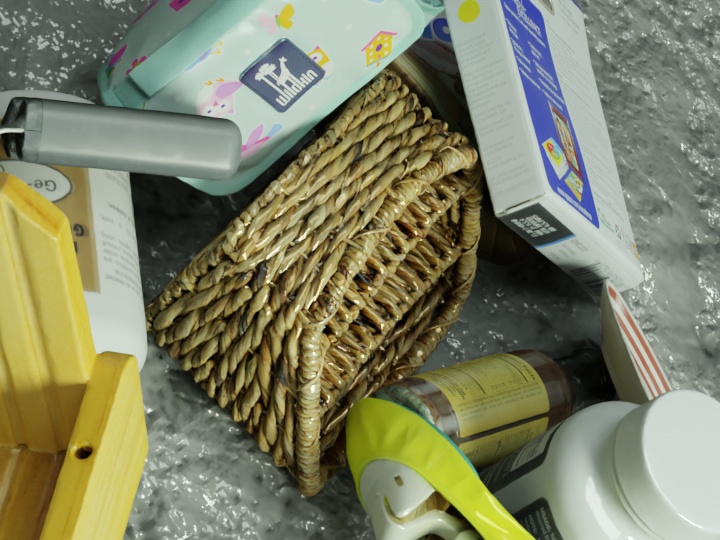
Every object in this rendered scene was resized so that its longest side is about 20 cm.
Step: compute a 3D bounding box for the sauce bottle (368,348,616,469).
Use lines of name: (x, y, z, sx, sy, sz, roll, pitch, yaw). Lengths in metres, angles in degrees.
sauce bottle: (0.083, 0.083, 1.294, 0.200, 0.065, 0.065, -9, 69, -49)

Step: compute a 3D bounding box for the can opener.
can opener: (-0.160, -0.053, 1.084, 0.199, 0.053, 0.067, 5, 94, -21)

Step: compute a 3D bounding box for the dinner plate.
dinner plate: (0.186, 0.099, 1.325, 0.201, 0.024, 0.200, 61, 9, -16)

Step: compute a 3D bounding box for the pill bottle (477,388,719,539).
pill bottle: (0.129, 0.140, 1.209, 0.110, 0.200, 0.111, 16, 58, -27)

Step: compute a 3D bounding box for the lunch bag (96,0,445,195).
lunch bag: (-0.053, -0.133, 1.209, 0.122, 0.170, 0.200, 51, 10, 1)

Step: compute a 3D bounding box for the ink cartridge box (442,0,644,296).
ink cartridge box: (0.111, -0.103, 1.352, 0.198, 0.047, 0.201, 31, 42, -61)

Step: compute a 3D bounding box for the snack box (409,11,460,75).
snack box: (0.008, -0.141, 1.402, 0.199, 0.024, 0.072, 5, 64, -32)

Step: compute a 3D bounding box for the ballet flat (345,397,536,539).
ballet flat: (0.048, 0.144, 1.159, 0.200, 0.067, 0.067, 43, 43, 23)

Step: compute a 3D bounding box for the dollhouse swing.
dollhouse swing: (-0.217, 0.071, 0.965, 0.199, 0.176, 0.182, 8, 61, 12)

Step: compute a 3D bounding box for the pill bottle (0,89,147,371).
pill bottle: (-0.170, 0.017, 1.132, 0.114, 0.114, 0.201, 7, 61, -31)

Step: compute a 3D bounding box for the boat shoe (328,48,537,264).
boat shoe: (0.045, -0.090, 1.369, 0.200, 0.071, 0.065, 47, 39, -22)

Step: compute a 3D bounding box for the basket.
basket: (0.000, 0.000, 1.239, 0.149, 0.143, 0.200, 46, 49, -3)
